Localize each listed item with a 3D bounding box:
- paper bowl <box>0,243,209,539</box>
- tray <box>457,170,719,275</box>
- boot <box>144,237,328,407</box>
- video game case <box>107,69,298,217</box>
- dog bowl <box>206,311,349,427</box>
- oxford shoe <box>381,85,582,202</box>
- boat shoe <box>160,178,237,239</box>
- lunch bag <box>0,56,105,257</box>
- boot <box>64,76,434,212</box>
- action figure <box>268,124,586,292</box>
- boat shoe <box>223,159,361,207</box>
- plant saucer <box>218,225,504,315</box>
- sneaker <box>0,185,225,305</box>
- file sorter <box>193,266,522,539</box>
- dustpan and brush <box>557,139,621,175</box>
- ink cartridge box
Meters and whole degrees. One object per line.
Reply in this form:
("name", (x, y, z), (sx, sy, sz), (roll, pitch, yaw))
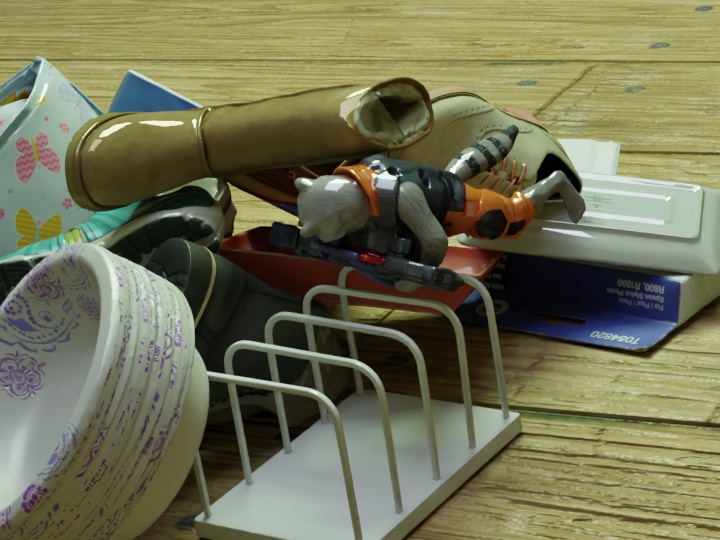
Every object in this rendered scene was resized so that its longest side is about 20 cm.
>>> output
("paper bowl", (-0.171, 0.092, 1.331), (0.104, 0.201, 0.201), (29, 4, -29))
("tray", (0.180, -0.047, 1.639), (0.200, 0.022, 0.107), (7, 40, 8))
("boot", (-0.110, 0.091, 1.486), (0.138, 0.200, 0.077), (21, 10, -38))
("video game case", (-0.101, -0.093, 1.734), (0.200, 0.045, 0.181), (27, 1, 0))
("dog bowl", (-0.111, 0.066, 1.613), (0.200, 0.059, 0.200), (-9, 21, 3))
("oxford shoe", (0.093, -0.086, 1.564), (0.200, 0.071, 0.074), (0, 33, -49))
("boat shoe", (-0.159, 0.013, 1.590), (0.075, 0.068, 0.200), (26, 61, 33))
("lunch bag", (-0.261, -0.042, 1.686), (0.200, 0.170, 0.127), (-53, 30, -16))
("boot", (-0.078, -0.092, 1.459), (0.200, 0.066, 0.175), (-4, 14, 36))
("action figure", (0.025, -0.048, 1.456), (0.193, 0.105, 0.200), (-5, 13, -43))
("boat shoe", (-0.010, -0.074, 1.605), (0.200, 0.068, 0.072), (19, 60, -16))
("plant saucer", (0.000, 0.000, 1.609), (0.200, 0.037, 0.200), (7, 6, 9))
("sneaker", (-0.189, -0.006, 1.531), (0.200, 0.078, 0.080), (-18, 30, 7))
("file sorter", (-0.006, 0.089, 1.428), (0.139, 0.125, 0.200), (7, 27, 34))
("dustpan and brush", (0.103, -0.056, 1.720), (0.200, 0.057, 0.140), (6, 37, 9))
("ink cartridge box", (0.195, -0.006, 1.683), (0.199, 0.041, 0.200), (9, 29, 38))
